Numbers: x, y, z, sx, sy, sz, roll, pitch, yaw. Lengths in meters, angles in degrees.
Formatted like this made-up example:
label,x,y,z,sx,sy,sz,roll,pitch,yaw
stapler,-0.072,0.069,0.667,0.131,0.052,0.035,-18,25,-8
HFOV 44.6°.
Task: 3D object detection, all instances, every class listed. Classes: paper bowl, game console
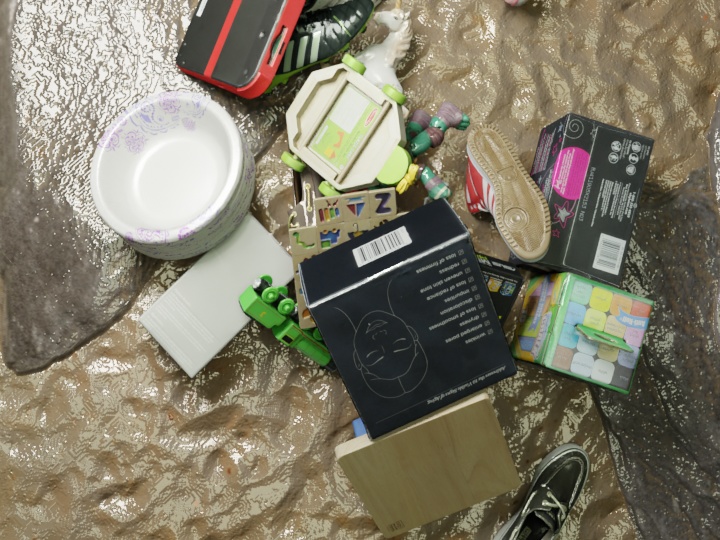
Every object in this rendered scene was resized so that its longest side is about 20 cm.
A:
label,x,y,z,sx,sy,sz,roll,pitch,yaw
paper bowl,-0.228,-0.112,1.104,0.196,0.105,0.205,-4,69,10
game console,-0.147,-0.331,1.121,0.031,0.175,0.203,20,96,-50

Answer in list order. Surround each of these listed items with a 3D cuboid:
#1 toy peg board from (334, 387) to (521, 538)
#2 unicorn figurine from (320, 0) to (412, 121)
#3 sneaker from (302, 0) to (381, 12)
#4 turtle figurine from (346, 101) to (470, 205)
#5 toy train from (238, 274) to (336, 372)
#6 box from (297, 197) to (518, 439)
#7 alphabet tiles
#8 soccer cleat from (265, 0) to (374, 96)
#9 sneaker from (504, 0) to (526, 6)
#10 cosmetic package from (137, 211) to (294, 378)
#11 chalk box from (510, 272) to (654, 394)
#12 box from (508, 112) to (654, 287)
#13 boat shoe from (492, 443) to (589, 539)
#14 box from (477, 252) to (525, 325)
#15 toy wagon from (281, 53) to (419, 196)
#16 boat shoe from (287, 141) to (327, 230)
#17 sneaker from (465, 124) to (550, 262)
label,x,y,z,sx,sy,sz,roll,pitch,yaw
toy peg board,0.083,0.222,1.134,0.196,0.099,0.202,-22,131,4
unicorn figurine,0.017,-0.266,1.167,0.135,0.074,0.204,-14,78,0
sneaker,-0.042,-0.371,1.167,0.197,0.088,0.077,-25,90,-9
turtle figurine,0.055,-0.128,1.139,0.201,0.148,0.101,-55,133,-20
toy train,-0.078,0.074,1.125,0.056,0.042,0.200,-43,129,7
box,0.055,0.056,1.035,0.197,0.124,0.199,-24,116,1
alphabet tiles,0.000,0.000,1.071,0.163,0.006,0.204,-9,117,-8
soccer cleat,-0.075,-0.303,1.134,0.198,0.068,0.081,-28,129,16
sneaker,0.154,-0.445,1.201,0.103,0.075,0.204,-18,83,-12
cosmetic package,-0.180,0.030,1.137,0.200,0.090,0.107,-43,95,-10
chalk box,0.289,0.078,1.137,0.122,0.200,0.126,19,86,-6
box,0.296,-0.089,1.188,0.130,0.115,0.204,15,87,-8
boat shoe,0.253,0.328,1.192,0.070,0.064,0.202,35,84,-5
box,0.093,0.045,1.141,0.196,0.044,0.163,16,112,-18
toy wagon,-0.005,-0.162,1.088,0.199,0.039,0.156,39,102,20
boat shoe,-0.067,-0.077,1.150,0.058,0.072,0.205,4,75,-14
sneaker,0.191,-0.082,1.156,0.070,0.113,0.203,-16,63,-5
